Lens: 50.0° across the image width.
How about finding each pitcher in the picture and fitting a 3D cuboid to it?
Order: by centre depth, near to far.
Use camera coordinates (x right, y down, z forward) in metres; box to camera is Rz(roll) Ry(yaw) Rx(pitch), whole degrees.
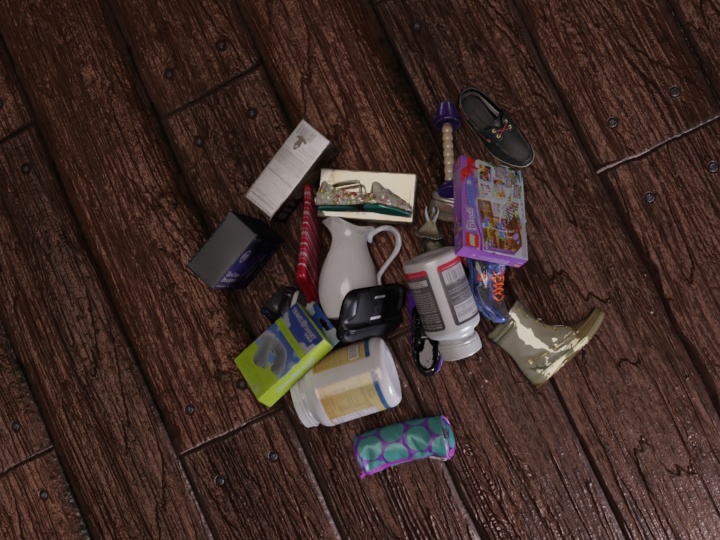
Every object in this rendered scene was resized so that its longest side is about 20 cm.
[{"bbox_3d":[0.000,0.000,1.580,0.170,0.121,0.202,3,82,-10],"label":"pitcher"}]

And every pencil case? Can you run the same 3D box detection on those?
[{"bbox_3d":[0.089,0.355,1.564,0.198,0.085,0.093,-15,57,10],"label":"pencil case"}]

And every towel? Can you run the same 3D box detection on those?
[{"bbox_3d":[-0.102,-0.050,1.545,0.022,0.145,0.202,-1,66,7],"label":"towel"}]

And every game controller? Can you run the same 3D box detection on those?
[{"bbox_3d":[0.024,0.081,1.527,0.042,0.199,0.105,12,101,35],"label":"game controller"}]

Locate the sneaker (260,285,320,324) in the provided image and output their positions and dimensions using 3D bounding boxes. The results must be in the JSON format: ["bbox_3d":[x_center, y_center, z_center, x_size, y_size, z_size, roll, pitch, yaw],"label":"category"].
[{"bbox_3d":[-0.170,0.131,1.626,0.111,0.073,0.201,22,86,14],"label":"sneaker"}]

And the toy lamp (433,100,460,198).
[{"bbox_3d":[0.178,-0.247,1.555,0.058,0.058,0.202,-5,70,9],"label":"toy lamp"}]

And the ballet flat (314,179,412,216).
[{"bbox_3d":[0.006,-0.146,1.524,0.198,0.076,0.065,5,83,7],"label":"ballet flat"}]

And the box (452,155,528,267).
[{"bbox_3d":[0.246,-0.113,1.471,0.136,0.039,0.202,11,63,-17],"label":"box"}]

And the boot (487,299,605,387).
[{"bbox_3d":[0.368,0.110,1.532,0.200,0.072,0.155,-46,80,6],"label":"boot"}]

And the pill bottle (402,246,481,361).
[{"bbox_3d":[0.162,0.065,1.473,0.110,0.111,0.202,-18,98,9],"label":"pill bottle"}]

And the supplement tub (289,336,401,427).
[{"bbox_3d":[-0.030,0.228,1.557,0.198,0.145,0.146,-18,86,9],"label":"supplement tub"}]

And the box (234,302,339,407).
[{"bbox_3d":[-0.145,0.158,1.534,0.200,0.048,0.122,-43,51,2],"label":"box"}]

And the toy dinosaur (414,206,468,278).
[{"bbox_3d":[0.160,-0.025,1.552,0.076,0.102,0.201,-25,84,8],"label":"toy dinosaur"}]

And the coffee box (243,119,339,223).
[{"bbox_3d":[-0.141,-0.202,1.601,0.080,0.114,0.200,39,96,8],"label":"coffee box"}]

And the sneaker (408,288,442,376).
[{"bbox_3d":[0.133,0.115,1.552,0.069,0.099,0.202,-6,89,11],"label":"sneaker"}]

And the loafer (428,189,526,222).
[{"bbox_3d":[0.234,-0.109,1.566,0.199,0.072,0.063,20,109,16],"label":"loafer"}]

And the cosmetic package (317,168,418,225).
[{"bbox_3d":[0.017,-0.152,1.594,0.198,0.073,0.105,3,90,9],"label":"cosmetic package"}]

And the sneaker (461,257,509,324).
[{"bbox_3d":[0.251,0.007,1.511,0.078,0.075,0.202,-25,78,36],"label":"sneaker"}]

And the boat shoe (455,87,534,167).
[{"bbox_3d":[0.271,-0.287,1.560,0.074,0.063,0.201,-44,84,3],"label":"boat shoe"}]

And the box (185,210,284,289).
[{"bbox_3d":[-0.249,-0.037,1.570,0.079,0.200,0.142,38,96,9],"label":"box"}]
